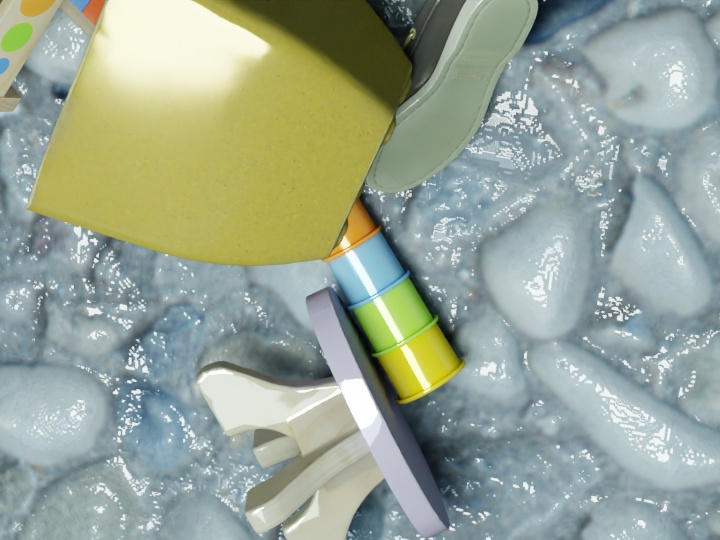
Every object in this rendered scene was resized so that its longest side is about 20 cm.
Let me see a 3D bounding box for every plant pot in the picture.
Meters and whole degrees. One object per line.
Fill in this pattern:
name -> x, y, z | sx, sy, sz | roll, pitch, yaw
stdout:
plant pot -> -0.079, -0.112, 1.463 | 0.199, 0.194, 0.196 | 25, 115, -2

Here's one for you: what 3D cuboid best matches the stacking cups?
stacking cups -> 0.000, 0.000, 1.598 | 0.060, 0.061, 0.200 | -30, 96, 24

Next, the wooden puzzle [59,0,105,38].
wooden puzzle -> -0.126, -0.210, 1.563 | 0.200, 0.046, 0.185 | 42, 115, -2

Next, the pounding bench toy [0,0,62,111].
pounding bench toy -> -0.309, -0.237, 1.562 | 0.200, 0.124, 0.156 | 47, 116, 23

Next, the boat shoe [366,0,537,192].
boat shoe -> 0.056, -0.140, 1.528 | 0.201, 0.071, 0.061 | -56, 43, 36

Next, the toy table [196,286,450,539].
toy table -> -0.028, 0.125, 1.597 | 0.117, 0.184, 0.201 | -27, 92, 6
